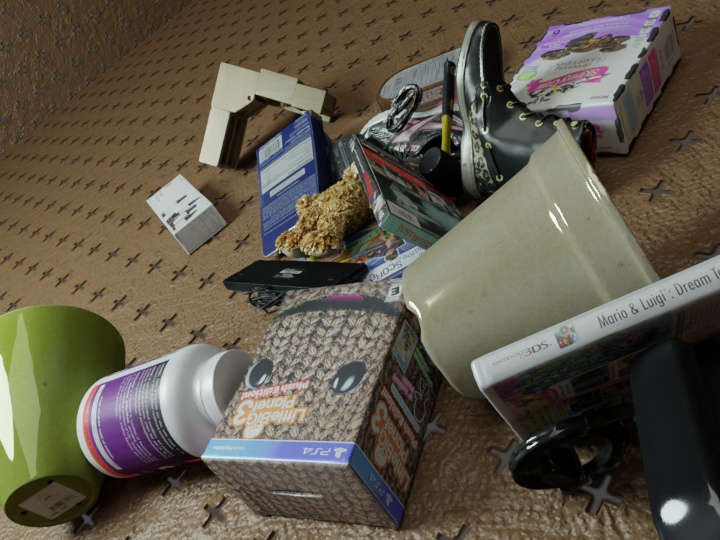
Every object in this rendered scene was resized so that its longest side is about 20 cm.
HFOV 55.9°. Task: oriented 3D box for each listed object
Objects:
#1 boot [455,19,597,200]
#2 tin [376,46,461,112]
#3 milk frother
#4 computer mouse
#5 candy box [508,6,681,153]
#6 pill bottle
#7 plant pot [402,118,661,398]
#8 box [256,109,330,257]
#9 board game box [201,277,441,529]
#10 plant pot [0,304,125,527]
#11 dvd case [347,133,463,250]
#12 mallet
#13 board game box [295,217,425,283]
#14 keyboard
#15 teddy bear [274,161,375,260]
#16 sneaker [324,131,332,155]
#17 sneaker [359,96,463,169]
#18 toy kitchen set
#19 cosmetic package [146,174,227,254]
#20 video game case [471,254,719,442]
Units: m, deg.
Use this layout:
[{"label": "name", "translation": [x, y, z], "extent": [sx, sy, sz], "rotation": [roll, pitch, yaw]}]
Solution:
[{"label": "boot", "translation": [0.188, -0.178, 0.764], "extent": [0.152, 0.207, 0.073], "rotation": [10, 20, 40]}, {"label": "tin", "translation": [0.117, -0.307, 1.103], "extent": [0.197, 0.042, 0.113], "rotation": [-14, 42, 25]}, {"label": "milk frother", "translation": [0.196, 0.158, 0.401], "extent": [0.190, 0.178, 0.201], "rotation": [-79, 13, -48]}, {"label": "computer mouse", "translation": [0.018, -0.181, 0.941], "extent": [0.199, 0.034, 0.059], "rotation": [-37, 56, 34]}, {"label": "candy box", "translation": [0.280, -0.232, 0.847], "extent": [0.166, 0.072, 0.201], "rotation": [7, 50, 43]}, {"label": "pill bottle", "translation": [-0.193, 0.144, 0.703], "extent": [0.198, 0.113, 0.113], "rotation": [-20, 35, 31]}, {"label": "plant pot", "translation": [0.143, 0.011, 0.574], "extent": [0.182, 0.201, 0.202], "rotation": [-32, 32, 20]}, {"label": "box", "translation": [-0.098, -0.122, 0.986], "extent": [0.120, 0.032, 0.203], "rotation": [-28, 53, 31]}, {"label": "board game box", "translation": [-0.024, 0.117, 0.634], "extent": [0.157, 0.097, 0.202], "rotation": [-8, 41, 31]}, {"label": "plant pot", "translation": [-0.354, 0.177, 0.777], "extent": [0.185, 0.188, 0.201], "rotation": [-31, 47, 1]}, {"label": "dvd case", "translation": [0.062, -0.078, 0.775], "extent": [0.022, 0.145, 0.201], "rotation": [-54, 28, 21]}, {"label": "mallet", "translation": [0.104, -0.191, 0.861], "extent": [0.041, 0.065, 0.203], "rotation": [-22, 58, 41]}, {"label": "board game box", "translation": [0.000, 0.000, 0.814], "extent": [0.198, 0.035, 0.136], "rotation": [-28, 34, 8]}, {"label": "keyboard", "translation": [-0.088, 0.023, 0.811], "extent": [0.198, 0.040, 0.104], "rotation": [2, 25, 43]}, {"label": "teddy bear", "translation": [-0.024, -0.081, 0.846], "extent": [0.199, 0.067, 0.144], "rotation": [-37, 22, -19]}, {"label": "sneaker", "translation": [-0.078, -0.164, 1.045], "extent": [0.065, 0.079, 0.202], "rotation": [-20, 38, 13]}, {"label": "sneaker", "translation": [0.075, -0.175, 0.941], "extent": [0.198, 0.080, 0.087], "rotation": [-14, 48, 34]}, {"label": "toy kitchen set", "translation": [-0.155, -0.257, 1.245], "extent": [0.197, 0.183, 0.163], "rotation": [17, 8, 10]}, {"label": "cosmetic package", "translation": [-0.304, -0.102, 1.171], "extent": [0.082, 0.051, 0.200], "rotation": [-39, 35, -11]}, {"label": "video game case", "translation": [0.179, 0.062, 0.460], "extent": [0.180, 0.200, 0.024], "rotation": [-25, 60, 11]}]
